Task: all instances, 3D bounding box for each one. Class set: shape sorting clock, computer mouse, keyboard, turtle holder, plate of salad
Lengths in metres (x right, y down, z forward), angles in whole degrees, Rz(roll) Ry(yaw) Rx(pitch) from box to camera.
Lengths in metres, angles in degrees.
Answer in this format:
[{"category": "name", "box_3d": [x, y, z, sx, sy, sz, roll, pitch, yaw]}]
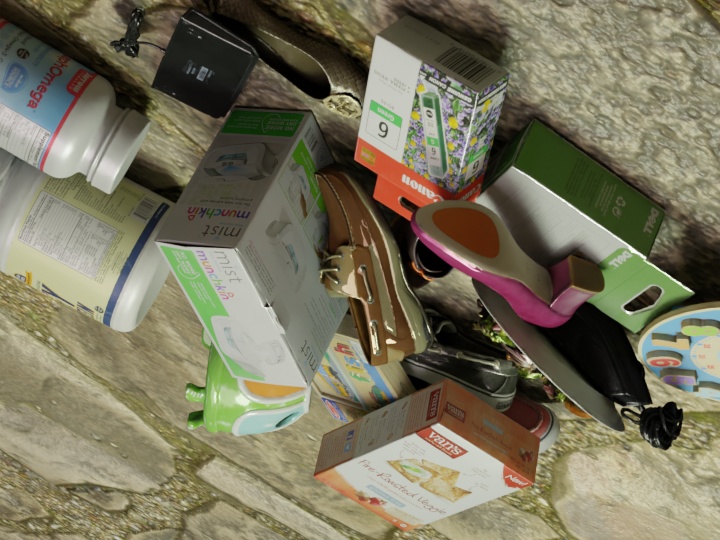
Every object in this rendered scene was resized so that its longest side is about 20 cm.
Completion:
[{"category": "shape sorting clock", "box_3d": [0.347, 0.078, 1.627, 0.198, 0.039, 0.200, 4, 152, 2]}, {"category": "computer mouse", "box_3d": [0.234, 0.076, 1.701, 0.200, 0.053, 0.138, 47, -168, 11]}, {"category": "keyboard", "box_3d": [-0.161, -0.195, 1.643, 0.126, 0.021, 0.200, 26, 162, -8]}, {"category": "turtle holder", "box_3d": [-0.117, 0.123, 1.982, 0.131, 0.142, 0.186, 7, 136, 0]}, {"category": "plate of salad", "box_3d": [0.168, 0.083, 1.701, 0.200, 0.200, 0.048, 41, 103, -19]}]

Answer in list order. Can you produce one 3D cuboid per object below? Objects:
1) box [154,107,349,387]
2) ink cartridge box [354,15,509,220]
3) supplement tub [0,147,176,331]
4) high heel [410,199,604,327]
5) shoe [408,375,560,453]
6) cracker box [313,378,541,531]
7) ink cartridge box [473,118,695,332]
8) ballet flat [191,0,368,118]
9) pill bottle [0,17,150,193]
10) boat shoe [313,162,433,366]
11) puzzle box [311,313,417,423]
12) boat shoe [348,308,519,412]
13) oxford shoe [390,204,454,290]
[{"category": "box", "box_3d": [-0.083, -0.020, 1.726, 0.096, 0.177, 0.201, 6, 142, 29]}, {"category": "ink cartridge box", "box_3d": [0.053, -0.106, 1.566, 0.109, 0.050, 0.201, 33, 135, 23]}, {"category": "supplement tub", "box_3d": [-0.292, -0.041, 1.876, 0.199, 0.145, 0.145, 27, 147, 1]}, {"category": "high heel", "box_3d": [0.109, 0.000, 1.579, 0.199, 0.068, 0.096, 15, 147, -31]}, {"category": "shoe", "box_3d": [0.106, 0.138, 1.900, 0.199, 0.072, 0.091, 7, 147, 35]}, {"category": "cracker box", "box_3d": [0.066, 0.191, 1.851, 0.134, 0.058, 0.200, 33, 140, -26]}, {"category": "ink cartridge box", "box_3d": [0.197, -0.037, 1.610, 0.199, 0.060, 0.104, 34, 146, -9]}, {"category": "ballet flat", "box_3d": [-0.070, -0.192, 1.602, 0.200, 0.047, 0.067, 39, 144, -15]}, {"category": "pill bottle", "box_3d": [-0.308, -0.159, 1.761, 0.199, 0.109, 0.109, 30, 147, -4]}, {"category": "boat shoe", "box_3d": [0.000, 0.000, 1.702, 0.201, 0.074, 0.076, 65, 169, -14]}, {"category": "puzzle box", "box_3d": [-0.008, 0.104, 1.866, 0.132, 0.025, 0.200, 15, 151, 36]}, {"category": "boat shoe", "box_3d": [0.073, 0.073, 1.852, 0.199, 0.071, 0.064, 23, 115, 22]}, {"category": "oxford shoe", "box_3d": [0.059, -0.021, 1.717, 0.071, 0.073, 0.200, 30, 147, -4]}]
